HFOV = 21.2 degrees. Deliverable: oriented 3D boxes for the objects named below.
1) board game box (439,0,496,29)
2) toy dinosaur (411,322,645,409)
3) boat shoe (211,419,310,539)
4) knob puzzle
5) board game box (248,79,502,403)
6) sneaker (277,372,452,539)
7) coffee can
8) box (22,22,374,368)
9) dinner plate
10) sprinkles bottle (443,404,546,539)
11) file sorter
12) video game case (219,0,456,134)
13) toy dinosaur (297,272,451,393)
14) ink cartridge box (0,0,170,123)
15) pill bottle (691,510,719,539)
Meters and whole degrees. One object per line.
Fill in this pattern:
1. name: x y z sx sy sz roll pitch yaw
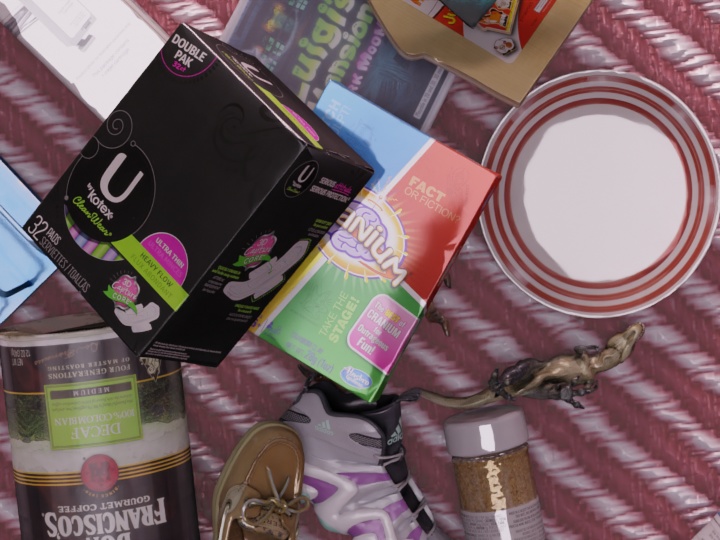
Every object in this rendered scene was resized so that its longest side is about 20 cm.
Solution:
1. board game box: 0.051 -0.296 1.435 0.200 0.028 0.136 37 97 -17
2. toy dinosaur: 0.139 0.089 1.549 0.198 0.088 0.048 -14 95 2
3. boat shoe: -0.082 0.218 1.501 0.073 0.063 0.202 14 92 -26
4. knob puzzle: 0.084 -0.238 1.521 0.218 0.031 0.222 2 67 -4
5. board game box: -0.005 -0.023 1.485 0.152 0.040 0.201 29 96 7
6. sneaker: 0.024 0.157 1.551 0.199 0.078 0.140 31 110 -2
7. coffee can: -0.207 0.139 1.534 0.145 0.146 0.202 -6 95 2
8. box: -0.119 -0.053 1.427 0.149 0.124 0.200 45 101 22
9. dinner plate: 0.193 -0.062 1.567 0.198 0.024 0.202 0 96 2
10. sprinkles bottle: 0.117 0.214 1.571 0.068 0.068 0.202 -10 95 2
11. file sorter: -0.350 0.002 1.537 0.200 0.123 0.139 -44 92 5
12. video game case: -0.001 -0.202 1.534 0.181 0.023 0.201 27 80 -1
13. toy dinosaur: 0.000 0.000 1.551 0.134 0.086 0.202 -10 89 9
14. ink cartridge box: -0.224 -0.199 1.503 0.200 0.147 0.083 44 92 -2
15. pill bottle: 0.303 0.260 1.550 0.112 0.112 0.200 43 95 -3
